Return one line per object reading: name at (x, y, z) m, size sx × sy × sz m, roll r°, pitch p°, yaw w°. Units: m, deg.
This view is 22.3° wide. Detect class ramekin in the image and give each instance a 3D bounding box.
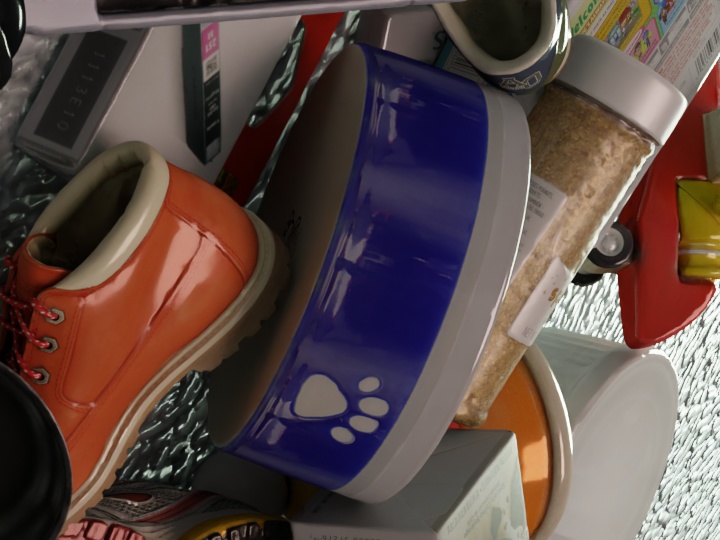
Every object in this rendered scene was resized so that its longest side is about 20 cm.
ramekin at (0.123, 0.130, 1.221) m, size 0.202 × 0.094 × 0.202 m, roll -37°, pitch 139°, yaw -41°

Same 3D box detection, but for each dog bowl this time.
dog bowl at (0.000, 0.000, 0.839) m, size 0.200 × 0.079 × 0.200 m, roll -160°, pitch -90°, yaw -77°

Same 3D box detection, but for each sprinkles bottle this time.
sprinkles bottle at (0.084, -0.020, 0.926) m, size 0.200 × 0.068 × 0.068 m, roll -58°, pitch 150°, yaw 3°

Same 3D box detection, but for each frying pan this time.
frying pan at (-0.134, 0.091, 0.720) m, size 0.115 × 0.190 × 0.031 m, roll -60°, pitch -173°, yaw 23°

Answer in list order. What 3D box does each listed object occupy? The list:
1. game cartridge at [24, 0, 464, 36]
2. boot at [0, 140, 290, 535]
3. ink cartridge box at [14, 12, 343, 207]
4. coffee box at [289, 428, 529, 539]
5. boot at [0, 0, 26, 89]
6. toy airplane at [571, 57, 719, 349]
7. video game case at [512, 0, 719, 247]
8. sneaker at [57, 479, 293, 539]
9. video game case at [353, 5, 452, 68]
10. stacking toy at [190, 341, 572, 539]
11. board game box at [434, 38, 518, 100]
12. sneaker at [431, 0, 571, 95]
game cartridge at (-0.064, -0.114, 0.677) m, size 0.200 × 0.133 × 0.040 m, roll -9°, pitch 108°, yaw -27°
boot at (-0.129, 0.034, 0.755) m, size 0.200 × 0.075 × 0.107 m, roll -48°, pitch 144°, yaw -2°
ink cartridge box at (-0.051, -0.107, 0.831) m, size 0.200 × 0.044 × 0.174 m, roll -63°, pitch 149°, yaw -6°
coffee box at (0.036, 0.191, 0.906) m, size 0.113 × 0.080 × 0.200 m, roll -41°, pitch 127°, yaw -58°
boot at (-0.126, -0.170, 0.556) m, size 0.200 × 0.076 × 0.168 m, roll 51°, pitch 59°, yaw -8°
toy airplane at (0.227, -0.063, 1.185) m, size 0.200 × 0.141 × 0.199 m, roll -75°, pitch -174°, yaw -59°
video game case at (0.156, -0.138, 1.023) m, size 0.200 × 0.022 × 0.182 m, roll -55°, pitch 148°, yaw -16°
sneaker at (-0.123, 0.140, 0.859) m, size 0.200 × 0.082 × 0.078 m, roll 7°, pitch 100°, yaw -41°
video game case at (0.039, -0.054, 1.031) m, size 0.182 × 0.023 × 0.200 m, roll -14°, pitch 122°, yaw -54°
stacking toy at (0.002, 0.102, 0.990) m, size 0.200 × 0.146 × 0.146 m, roll -10°, pitch 121°, yaw -31°
board game box at (0.127, -0.132, 1.050) m, size 0.151 × 0.047 × 0.200 m, roll -64°, pitch 149°, yaw -5°
sneaker at (0.052, -0.175, 0.830) m, size 0.090 × 0.067 × 0.200 m, roll -53°, pitch 126°, yaw -74°
